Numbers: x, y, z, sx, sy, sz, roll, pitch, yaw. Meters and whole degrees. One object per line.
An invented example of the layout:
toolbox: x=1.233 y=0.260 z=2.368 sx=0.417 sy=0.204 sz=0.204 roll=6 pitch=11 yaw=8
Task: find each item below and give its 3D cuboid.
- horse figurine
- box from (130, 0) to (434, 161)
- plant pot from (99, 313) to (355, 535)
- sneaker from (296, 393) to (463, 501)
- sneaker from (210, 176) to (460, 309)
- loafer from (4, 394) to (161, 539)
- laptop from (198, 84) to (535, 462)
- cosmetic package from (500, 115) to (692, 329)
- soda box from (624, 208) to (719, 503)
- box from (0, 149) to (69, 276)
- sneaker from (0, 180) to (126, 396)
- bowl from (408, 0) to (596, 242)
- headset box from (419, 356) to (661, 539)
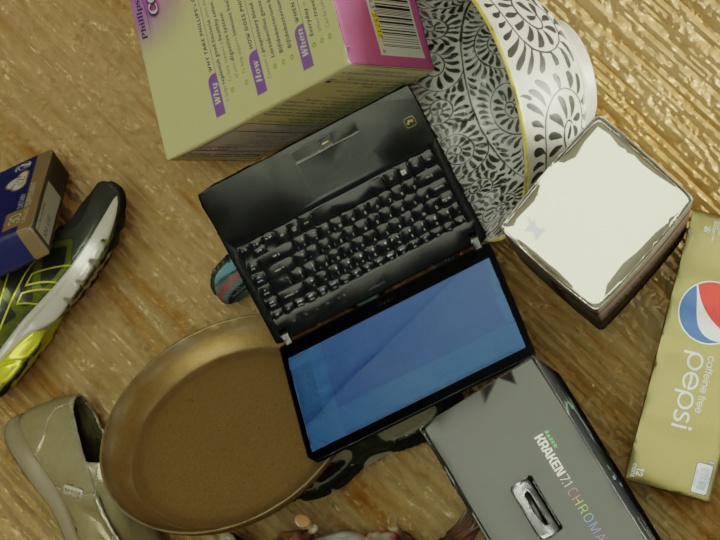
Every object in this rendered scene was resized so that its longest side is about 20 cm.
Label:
horse figurine: x=-0.009 y=0.205 z=1.231 sx=0.199 sy=0.133 sz=0.050 roll=0 pitch=70 yaw=-2
box: x=-0.066 y=-0.195 z=1.247 sx=0.200 sy=0.097 sz=0.176 roll=-23 pitch=78 yaw=40
plant pot: x=-0.094 y=0.115 z=1.230 sx=0.199 sy=0.028 sz=0.200 roll=-13 pitch=44 yaw=13
sneaker: x=-0.021 y=0.108 z=1.274 sx=0.200 sy=0.077 sz=0.089 roll=-25 pitch=48 yaw=9
sneaker: x=-0.019 y=-0.002 z=1.268 sx=0.200 sy=0.079 sz=0.096 roll=-21 pitch=90 yaw=16
loafer: x=-0.192 y=0.175 z=1.276 sx=0.068 sy=0.076 sz=0.200 roll=-43 pitch=77 yaw=11
laptop: x=0.000 y=0.000 z=1.185 sx=0.177 sy=0.103 sz=0.200 roll=-27 pitch=97 yaw=7
cosmetic package: x=0.167 y=-0.027 z=1.171 sx=0.087 sy=0.200 sz=0.103 roll=42 pitch=93 yaw=11
soda box: x=0.245 y=0.062 z=1.212 sx=0.064 sy=0.068 sz=0.201 roll=15 pitch=87 yaw=11
box: x=-0.324 y=-0.015 z=1.307 sx=0.200 sy=0.121 sz=0.032 roll=-25 pitch=120 yaw=14
sneaker: x=-0.259 y=0.006 z=1.308 sx=0.085 sy=0.074 sz=0.200 roll=36 pitch=92 yaw=-3
bowl: x=0.110 y=-0.129 z=1.223 sx=0.094 sy=0.201 sz=0.201 roll=-16 pitch=79 yaw=-19
headset box: x=0.135 y=0.159 z=1.156 sx=0.093 sy=0.200 sz=0.174 roll=-32 pitch=79 yaw=6
